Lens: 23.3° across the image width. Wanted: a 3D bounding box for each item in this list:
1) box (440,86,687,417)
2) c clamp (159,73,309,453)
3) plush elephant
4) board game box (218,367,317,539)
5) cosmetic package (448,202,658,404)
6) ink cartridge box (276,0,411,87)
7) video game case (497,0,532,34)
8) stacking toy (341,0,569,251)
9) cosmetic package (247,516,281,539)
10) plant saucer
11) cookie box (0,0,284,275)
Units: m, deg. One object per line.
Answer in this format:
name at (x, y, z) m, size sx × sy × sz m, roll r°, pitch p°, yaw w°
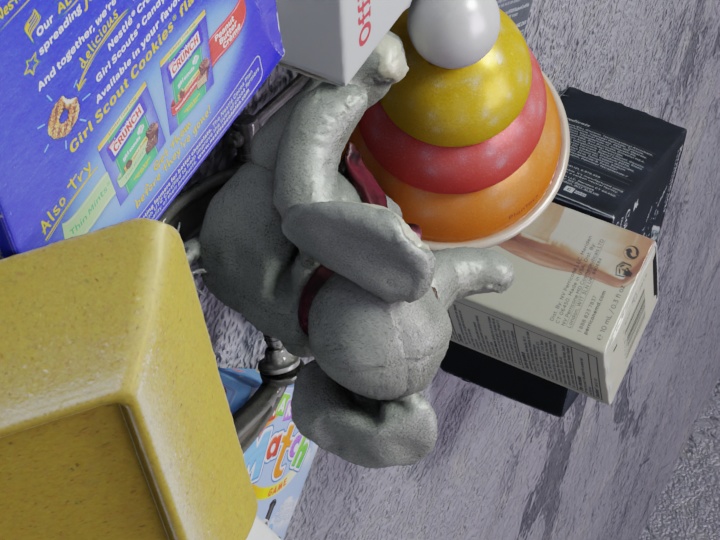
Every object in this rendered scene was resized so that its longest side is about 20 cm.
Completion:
box at (0.172, -0.019, 1.480) m, size 0.197 × 0.123 × 0.201 m, roll -45°, pitch 151°, yaw -53°
c clamp at (-0.064, 0.011, 0.963) m, size 0.171 × 0.027 × 0.201 m, roll -37°, pitch 132°, yaw -49°
plush elephant at (0.000, 0.000, 0.878) m, size 0.200 × 0.155 × 0.165 m, roll -37°, pitch 148°, yaw -36°
board game box at (-0.086, 0.160, 1.096) m, size 0.151 × 0.036 × 0.201 m, roll 9°, pitch 101°, yaw -70°
cosmetic package at (0.088, 0.000, 1.149) m, size 0.088 × 0.199 × 0.103 m, roll -63°, pitch 162°, yaw -16°
ink cartridge box at (0.003, -0.211, 0.858) m, size 0.200 × 0.083 × 0.146 m, roll -56°, pitch 158°, yaw -32°
video game case at (0.101, -0.216, 1.224) m, size 0.143 × 0.019 × 0.201 m, roll -32°, pitch 139°, yaw -61°
stacking toy at (0.054, -0.108, 0.973) m, size 0.147 × 0.146 × 0.200 m, roll -61°, pitch 170°, yaw -19°
cosmetic package at (-0.135, 0.183, 0.845) m, size 0.085 × 0.108 × 0.200 m, roll -27°, pitch -160°, yaw 50°
plant saucer at (-0.140, 0.088, 0.640) m, size 0.199 × 0.049 × 0.200 m, roll -18°, pitch 141°, yaw -6°
cookie box at (-0.106, -0.101, 0.608) m, size 0.171 × 0.075 × 0.200 m, roll -56°, pitch 158°, yaw -30°
